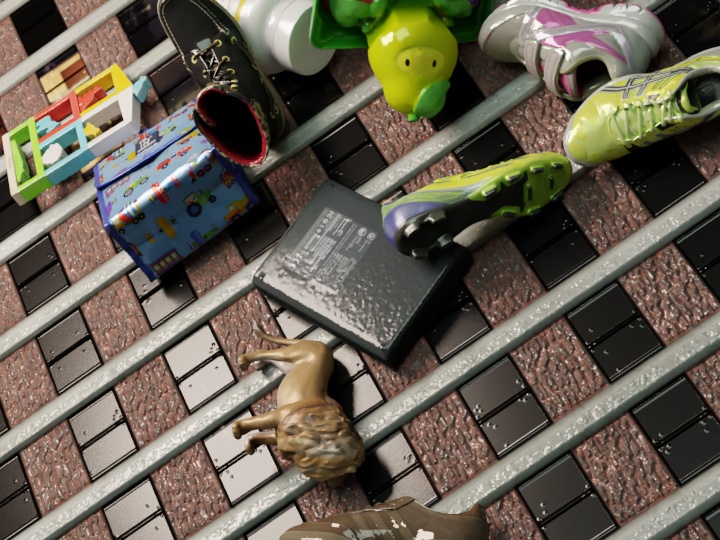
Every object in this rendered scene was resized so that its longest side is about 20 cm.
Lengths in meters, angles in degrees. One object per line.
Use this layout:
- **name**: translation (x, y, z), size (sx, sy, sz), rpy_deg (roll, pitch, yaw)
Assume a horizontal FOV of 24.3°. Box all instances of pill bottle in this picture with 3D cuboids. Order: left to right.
- **pill bottle**: translation (-0.122, -0.287, 1.891), size (0.199, 0.111, 0.112), rpy_deg (26, 74, 37)

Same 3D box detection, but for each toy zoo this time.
- **toy zoo**: translation (-0.331, -0.169, 1.967), size (0.199, 0.021, 0.132), rpy_deg (-32, 40, 6)

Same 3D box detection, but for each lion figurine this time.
- **lion figurine**: translation (-0.056, 0.120, 1.622), size (0.121, 0.073, 0.202), rpy_deg (-11, 51, 12)

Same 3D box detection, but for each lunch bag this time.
- **lunch bag**: translation (-0.214, -0.107, 1.853), size (0.150, 0.094, 0.200), rpy_deg (-35, 34, 4)

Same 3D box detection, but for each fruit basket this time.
- **fruit basket**: translation (0.049, -0.269, 1.736), size (0.213, 0.156, 0.217), rpy_deg (5, 49, -6)

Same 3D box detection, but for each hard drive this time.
- **hard drive**: translation (0.000, 0.000, 1.692), size (0.199, 0.033, 0.140), rpy_deg (28, 75, 38)

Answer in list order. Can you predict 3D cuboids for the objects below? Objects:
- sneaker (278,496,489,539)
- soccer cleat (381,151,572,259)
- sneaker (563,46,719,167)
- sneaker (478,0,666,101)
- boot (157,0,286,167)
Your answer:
- **sneaker**: translation (0.024, 0.244, 1.514), size (0.198, 0.071, 0.076), rpy_deg (1, 41, 24)
- **soccer cleat**: translation (0.112, -0.078, 1.644), size (0.198, 0.065, 0.084), rpy_deg (-23, 40, -8)
- **sneaker**: translation (0.285, -0.161, 1.605), size (0.198, 0.076, 0.076), rpy_deg (-27, 95, 12)
- **sneaker**: translation (0.205, -0.222, 1.697), size (0.198, 0.082, 0.089), rpy_deg (6, 61, 31)
- **boot**: translation (-0.151, -0.203, 1.768), size (0.073, 0.201, 0.151), rpy_deg (-29, 17, 12)
